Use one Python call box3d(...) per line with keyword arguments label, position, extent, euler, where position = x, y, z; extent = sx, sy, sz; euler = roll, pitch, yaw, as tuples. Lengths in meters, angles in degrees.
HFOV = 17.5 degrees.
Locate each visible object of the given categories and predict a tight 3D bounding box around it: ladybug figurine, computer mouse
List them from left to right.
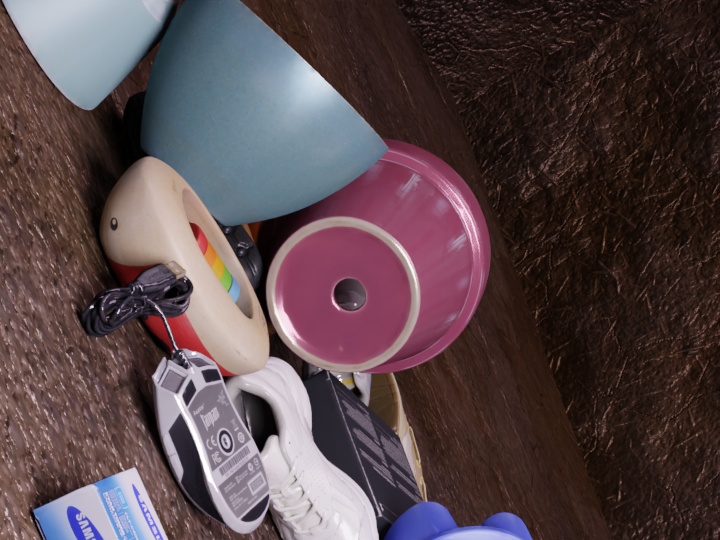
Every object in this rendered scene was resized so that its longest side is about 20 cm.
box3d(label="computer mouse", position=(-0.126, 0.096, 1.643), extent=(0.110, 0.044, 0.201), euler=(-35, 105, -59))
box3d(label="ladybug figurine", position=(-0.134, 0.007, 1.755), extent=(0.201, 0.072, 0.136), euler=(59, 10, -31))

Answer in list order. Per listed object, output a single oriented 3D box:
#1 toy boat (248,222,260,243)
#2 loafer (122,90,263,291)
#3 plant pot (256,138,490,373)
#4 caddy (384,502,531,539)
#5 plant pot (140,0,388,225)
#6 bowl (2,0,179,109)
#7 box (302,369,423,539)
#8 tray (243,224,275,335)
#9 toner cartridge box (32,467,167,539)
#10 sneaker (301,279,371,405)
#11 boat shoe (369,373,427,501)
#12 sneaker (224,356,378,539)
box3d(label="toy boat", position=(-0.053, -0.030, 2.180), extent=(0.200, 0.130, 0.132), euler=(-143, -119, -64))
box3d(label="loafer", position=(-0.144, -0.056, 1.920), extent=(0.201, 0.068, 0.070), euler=(62, -28, 18))
box3d(label="plant pot", position=(0.000, 0.000, 1.935), extent=(0.201, 0.199, 0.179), euler=(64, 14, -6))
box3d(label="caddy", position=(0.077, 0.282, 1.847), extent=(0.105, 0.140, 0.201), euler=(-105, -154, -66))
box3d(label="plant pot", position=(-0.094, -0.115, 1.834), extent=(0.200, 0.135, 0.200), euler=(43, -1, 1))
box3d(label="bowl", position=(-0.214, -0.240, 1.845), extent=(0.202, 0.104, 0.201), euler=(61, 11, -21))
box3d(label="box", position=(-0.005, 0.189, 1.985), extent=(0.142, 0.079, 0.200), euler=(66, 9, 27))
box3d(label="tray", position=(-0.127, -0.044, 2.036), extent=(0.201, 0.037, 0.099), euler=(68, 10, 21))
box3d(label="toner cartridge box", position=(-0.122, 0.220, 1.376), extent=(0.201, 0.043, 0.095), euler=(65, 8, 3))
box3d(label="sneaker", position=(-0.018, 0.063, 2.084), extent=(0.081, 0.076, 0.201), euler=(-96, -178, -57))
box3d(label="boat shoe", position=(0.018, 0.172, 2.193), extent=(0.066, 0.073, 0.201), euler=(52, 25, -64))
box3d(label="sneaker", position=(-0.059, 0.164, 1.815), extent=(0.201, 0.078, 0.099), euler=(59, 17, 8))
